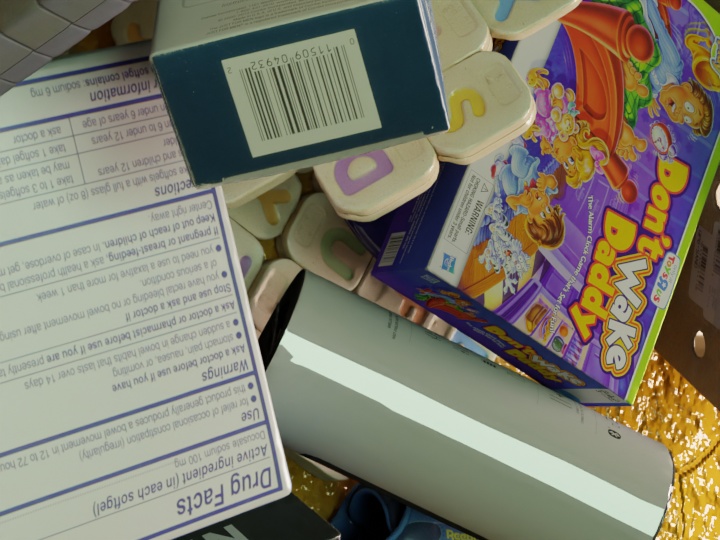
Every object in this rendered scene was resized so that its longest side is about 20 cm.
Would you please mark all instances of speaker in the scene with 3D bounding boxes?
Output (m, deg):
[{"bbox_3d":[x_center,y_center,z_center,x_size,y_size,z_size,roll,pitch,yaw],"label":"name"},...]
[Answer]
[{"bbox_3d":[0.042,0.075,0.847,0.200,0.081,0.081,26,73,-9],"label":"speaker"}]

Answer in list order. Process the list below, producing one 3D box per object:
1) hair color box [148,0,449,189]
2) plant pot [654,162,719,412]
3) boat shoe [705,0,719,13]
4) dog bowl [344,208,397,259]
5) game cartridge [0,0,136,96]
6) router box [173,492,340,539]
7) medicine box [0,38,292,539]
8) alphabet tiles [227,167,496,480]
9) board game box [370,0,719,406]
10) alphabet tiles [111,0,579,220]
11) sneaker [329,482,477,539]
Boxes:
[{"bbox_3d":[-0.023,-0.115,0.722,0.100,0.200,0.061,-12,123,6],"label":"hair color box"},{"bbox_3d":[0.265,-0.003,0.976,0.177,0.200,0.200,-1,112,-16],"label":"plant pot"},{"bbox_3d":[0.202,-0.167,1.025,0.200,0.072,0.072,32,71,-29],"label":"boat shoe"},{"bbox_3d":[0.076,-0.083,0.916,0.200,0.079,0.201,3,85,-35],"label":"dog bowl"},{"bbox_3d":[-0.123,-0.162,0.660,0.038,0.130,0.200,18,55,-40],"label":"game cartridge"},{"bbox_3d":[-0.105,0.195,0.774,0.200,0.052,0.158,-16,124,-34],"label":"router box"},{"bbox_3d":[-0.147,0.023,0.728,0.182,0.103,0.200,-16,97,-34],"label":"medicine box"},{"bbox_3d":[0.000,0.000,0.916,0.196,0.015,0.200,39,67,-27],"label":"alphabet tiles"},{"bbox_3d":[0.102,-0.055,0.856,0.134,0.045,0.200,33,69,-28],"label":"board game box"},{"bbox_3d":[-0.009,-0.120,0.821,0.195,0.015,0.200,-30,64,-2],"label":"alphabet tiles"},{"bbox_3d":[0.041,0.137,0.903,0.200,0.074,0.082,-16,95,-35],"label":"sneaker"}]
